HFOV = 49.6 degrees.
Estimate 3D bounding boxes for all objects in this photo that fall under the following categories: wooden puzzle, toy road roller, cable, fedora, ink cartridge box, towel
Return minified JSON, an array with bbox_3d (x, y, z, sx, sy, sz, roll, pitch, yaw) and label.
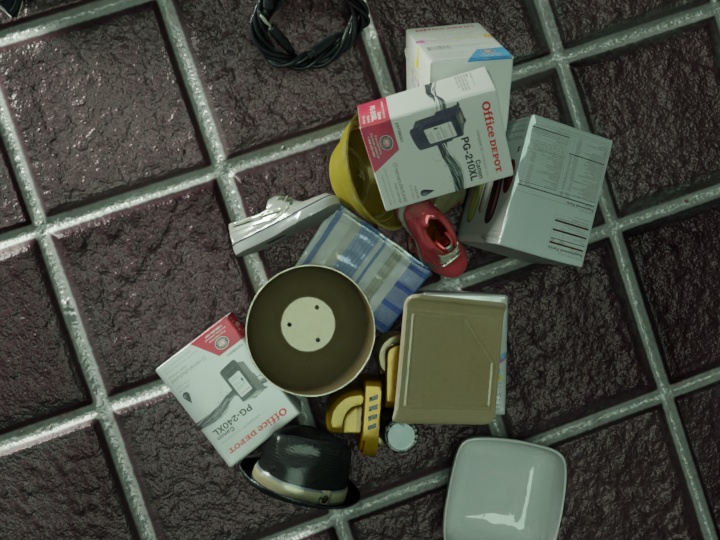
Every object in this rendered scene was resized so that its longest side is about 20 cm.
[{"bbox_3d":[0.138,0.141,1.220,0.184,0.037,0.201,6,92,-26],"label":"wooden puzzle"},{"bbox_3d":[0.018,0.199,1.267,0.145,0.123,0.201,3,90,-6],"label":"toy road roller"},{"bbox_3d":[-0.075,-0.396,1.249,0.199,0.051,0.164,-1,125,-30],"label":"cable"},{"bbox_3d":[-0.085,0.298,1.224,0.200,0.201,0.092,17,92,-6],"label":"fedora"},{"bbox_3d":[0.111,-0.191,1.140,0.199,0.085,0.145,-15,124,7],"label":"ink cartridge box"},{"bbox_3d":[-0.209,0.192,1.263,0.145,0.083,0.200,-37,94,-4],"label":"ink cartridge box"},{"bbox_3d":[0.164,0.134,1.301,0.144,0.085,0.201,1,89,-6],"label":"ink cartridge box"},{"bbox_3d":[0.000,0.000,1.293,0.200,0.024,0.147,35,106,-5],"label":"towel"},{"bbox_3d":[0.148,-0.309,1.243,0.128,0.200,0.126,-6,123,-6],"label":"ink cartridge box"}]

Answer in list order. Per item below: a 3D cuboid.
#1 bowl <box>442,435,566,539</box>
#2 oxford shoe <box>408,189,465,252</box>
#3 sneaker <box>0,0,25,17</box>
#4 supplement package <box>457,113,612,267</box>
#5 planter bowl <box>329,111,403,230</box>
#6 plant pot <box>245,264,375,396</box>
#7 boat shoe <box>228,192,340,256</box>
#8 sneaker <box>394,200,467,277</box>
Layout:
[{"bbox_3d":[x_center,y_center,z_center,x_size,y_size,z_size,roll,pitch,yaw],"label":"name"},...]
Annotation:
[{"bbox_3d":[0.237,0.378,1.316,0.199,0.075,0.201,10,90,-5],"label":"bowl"},{"bbox_3d":[0.139,-0.117,1.304,0.074,0.070,0.201,20,94,-16],"label":"oxford shoe"},{"bbox_3d":[-0.502,-0.465,1.223,0.201,0.077,0.147,8,78,4],"label":"sneaker"},{"bbox_3d":[0.271,-0.122,1.248,0.146,0.191,0.201,14,89,-14],"label":"supplement package"},{"bbox_3d":[0.008,-0.157,1.261,0.083,0.200,0.202,-10,92,37],"label":"planter bowl"},{"bbox_3d":[-0.083,0.090,1.250,0.199,0.134,0.202,0,91,-6],"label":"plant pot"},{"bbox_3d":[-0.127,-0.088,1.259,0.199,0.072,0.066,-25,82,24],"label":"boat shoe"},{"bbox_3d":[0.124,-0.041,1.242,0.074,0.087,0.200,-42,131,-1],"label":"sneaker"}]
